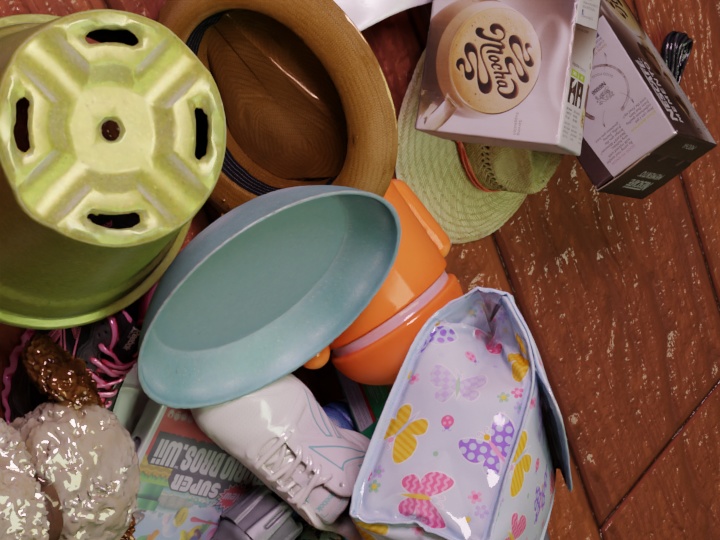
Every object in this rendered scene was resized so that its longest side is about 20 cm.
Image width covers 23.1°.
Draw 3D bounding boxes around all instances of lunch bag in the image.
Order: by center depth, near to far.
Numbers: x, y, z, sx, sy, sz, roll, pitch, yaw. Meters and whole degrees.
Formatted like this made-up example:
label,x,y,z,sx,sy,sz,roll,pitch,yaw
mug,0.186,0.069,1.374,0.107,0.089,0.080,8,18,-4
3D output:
label,x,y,z,sx,sy,sz,roll,pitch,yaw
lunch bag,0.085,0.132,1.253,0.170,0.126,0.201,72,33,-56

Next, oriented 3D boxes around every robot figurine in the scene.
label,x,y,z,sx,sy,sz,roll,pitch,yaw
robot figurine,-0.001,0.001,1.297,0.200,0.116,0.144,55,16,-8

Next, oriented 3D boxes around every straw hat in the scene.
label,x,y,z,sx,sy,sz,roll,pitch,yaw
straw hat,0.123,-0.112,1.435,0.200,0.085,0.202,-16,113,-41

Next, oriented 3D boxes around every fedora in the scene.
label,x,y,z,sx,sy,sz,roll,pitch,yaw
fedora,-0.049,-0.120,1.201,0.082,0.200,0.202,-38,129,-56

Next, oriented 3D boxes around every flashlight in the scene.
label,x,y,z,sx,sy,sz,roll,pitch,yaw
flashlight,-0.127,0.237,1.261,0.200,0.068,0.068,-42,141,-17

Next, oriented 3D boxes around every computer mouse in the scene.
label,x,y,z,sx,sy,sz,roll,pitch,yaw
computer mouse,0.235,-0.175,1.567,0.199,0.044,0.110,11,95,-47

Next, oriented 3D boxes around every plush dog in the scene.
label,x,y,z,sx,sy,sz,roll,pitch,yaw
plush dog,-0.217,0.140,1.100,0.171,0.160,0.201,-21,116,-31

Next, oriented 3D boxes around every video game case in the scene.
label,x,y,z,sx,sy,sz,roll,pitch,yaw
video game case,-0.132,0.176,1.284,0.143,0.017,0.201,21,97,-48

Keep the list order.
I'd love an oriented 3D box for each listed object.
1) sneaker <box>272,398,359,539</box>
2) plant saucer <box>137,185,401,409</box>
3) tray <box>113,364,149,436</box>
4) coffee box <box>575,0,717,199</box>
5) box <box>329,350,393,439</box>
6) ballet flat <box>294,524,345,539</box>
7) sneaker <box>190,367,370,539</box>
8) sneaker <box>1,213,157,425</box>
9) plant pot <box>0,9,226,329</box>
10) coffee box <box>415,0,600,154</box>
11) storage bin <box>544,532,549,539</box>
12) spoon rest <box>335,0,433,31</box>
label,x,y,z,sx,sy,sz,roll,pitch,yaw
sneaker,-0.040,0.203,1.384,0.089,0.078,0.201,-2,95,-38
plant saucer,-0.065,0.010,1.140,0.199,0.036,0.200,-29,152,-17
tray,-0.132,0.124,1.294,0.199,0.022,0.108,12,92,-47
coffee box,0.186,-0.162,1.395,0.080,0.201,0.113,-35,163,22
box,0.066,0.097,1.427,0.199,0.118,0.048,10,138,-45
ballet flat,-0.081,0.268,1.323,0.074,0.074,0.201,7,119,-47
sneaker,-0.041,0.134,1.258,0.070,0.080,0.200,-40,131,16
sneaker,-0.176,0.049,1.169,0.079,0.095,0.201,10,95,-40
plant pot,-0.166,-0.071,1.029,0.199,0.184,0.202,2,84,-22
coffee box,0.117,-0.195,1.310,0.080,0.112,0.201,5,94,-71
storage bin,0.085,0.281,1.499,0.199,0.145,0.135,2,73,-46
spoon rest,-0.009,-0.211,1.292,0.199,0.060,0.100,-15,112,-44
